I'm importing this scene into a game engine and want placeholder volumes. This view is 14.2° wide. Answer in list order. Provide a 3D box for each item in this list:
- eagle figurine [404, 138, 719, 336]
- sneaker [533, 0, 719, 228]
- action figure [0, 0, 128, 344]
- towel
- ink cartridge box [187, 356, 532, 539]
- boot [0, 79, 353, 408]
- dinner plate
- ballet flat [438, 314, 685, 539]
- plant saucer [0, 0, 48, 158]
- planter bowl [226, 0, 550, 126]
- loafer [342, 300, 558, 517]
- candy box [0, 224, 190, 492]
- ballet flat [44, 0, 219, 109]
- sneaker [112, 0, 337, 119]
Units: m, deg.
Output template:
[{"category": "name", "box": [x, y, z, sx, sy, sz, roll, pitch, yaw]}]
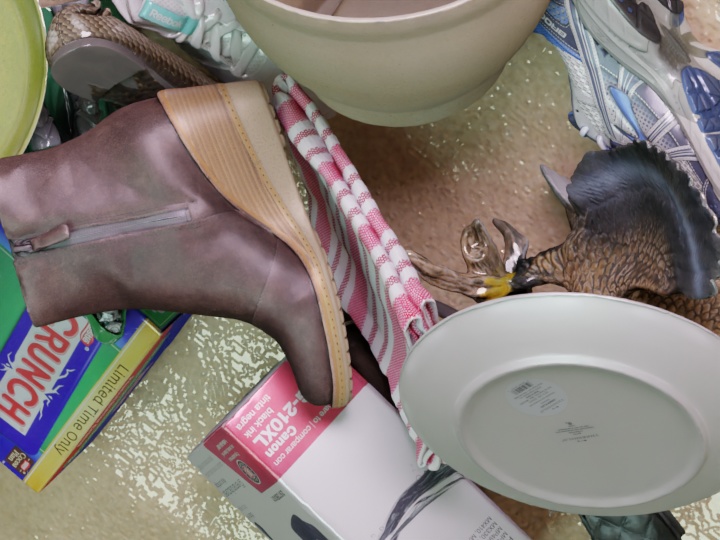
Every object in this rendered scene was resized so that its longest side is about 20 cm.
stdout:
[{"category": "eagle figurine", "box": [0.152, 0.006, 1.548, 0.199, 0.152, 0.152, -15, 92, 38]}, {"category": "sneaker", "box": [0.163, -0.090, 1.574, 0.085, 0.077, 0.200, -34, 92, 44]}, {"category": "action figure", "box": [-0.166, -0.055, 1.683, 0.055, 0.118, 0.201, -173, 70, -71]}, {"category": "towel", "box": [0.000, 0.000, 1.608, 0.030, 0.200, 0.147, -24, 142, -9]}, {"category": "ink cartridge box", "box": [0.004, 0.143, 1.705, 0.200, 0.084, 0.145, 44, 164, -1]}, {"category": "boot", "box": [-0.103, 0.004, 1.608, 0.166, 0.072, 0.201, -20, 95, -3]}, {"category": "dinner plate", "box": [0.117, 0.079, 1.518, 0.199, 0.024, 0.201, 7, 142, 6]}, {"category": "ballet flat", "box": [0.100, 0.100, 1.624, 0.057, 0.066, 0.200, -45, 85, -5]}, {"category": "plant saucer", "box": [-0.269, -0.114, 1.642, 0.199, 0.031, 0.201, -1, 85, 12]}, {"category": "planter bowl", "box": [0.019, -0.163, 1.542, 0.199, 0.201, 0.135, 14, 146, 18]}, {"category": "loafer", "box": [0.061, 0.078, 1.693, 0.199, 0.071, 0.073, 25, 122, 12]}, {"category": "candy box", "box": [-0.220, 0.013, 1.787, 0.200, 0.077, 0.169, 40, 125, 1]}, {"category": "ballet flat", "box": [-0.113, -0.102, 1.648, 0.067, 0.200, 0.047, -29, 56, 22]}, {"category": "sneaker", "box": [-0.095, -0.148, 1.643, 0.200, 0.088, 0.075, 39, 115, 2]}]
